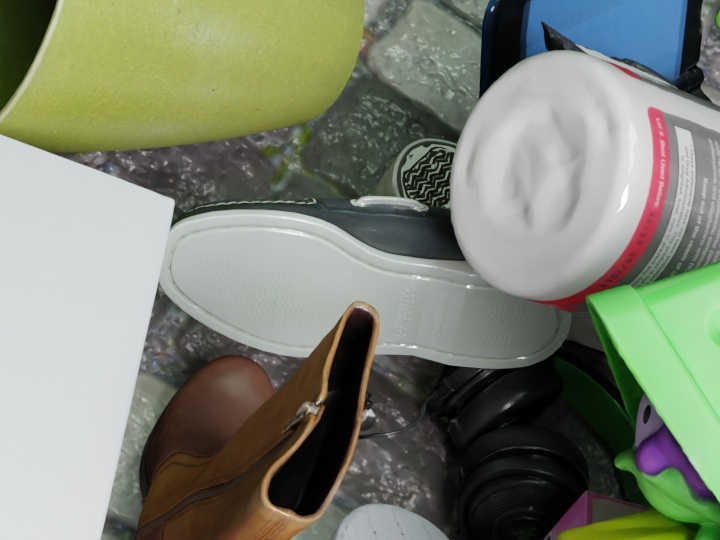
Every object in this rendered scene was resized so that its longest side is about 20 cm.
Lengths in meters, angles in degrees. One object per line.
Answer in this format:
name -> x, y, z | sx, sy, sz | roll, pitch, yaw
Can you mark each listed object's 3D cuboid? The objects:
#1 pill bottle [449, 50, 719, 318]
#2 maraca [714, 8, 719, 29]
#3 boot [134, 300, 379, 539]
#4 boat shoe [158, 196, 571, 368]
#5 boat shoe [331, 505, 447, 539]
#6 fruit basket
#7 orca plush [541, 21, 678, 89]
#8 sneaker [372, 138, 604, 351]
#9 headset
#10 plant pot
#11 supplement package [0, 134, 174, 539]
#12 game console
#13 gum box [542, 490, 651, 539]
pill bottle -> 0.144, -0.025, 1.072 | 0.199, 0.111, 0.111 | 15, 48, -43
maraca -> 0.293, -0.124, 1.374 | 0.200, 0.107, 0.137 | 44, 49, 8
boot -> -0.047, 0.069, 0.988 | 0.068, 0.200, 0.189 | 30, 48, -4
boat shoe -> 0.000, 0.000, 1.092 | 0.198, 0.076, 0.061 | 14, 31, -16
boat shoe -> 0.014, 0.188, 1.015 | 0.071, 0.071, 0.201 | 10, 35, -14
fruit basket -> 0.130, 0.104, 0.942 | 0.214, 0.216, 0.156 | -15, 64, -35
orca plush -> 0.141, -0.058, 1.187 | 0.105, 0.071, 0.200 | 41, 15, 23
sneaker -> 0.096, 0.000, 1.190 | 0.199, 0.085, 0.073 | 28, 62, -7
headset -> 0.063, 0.091, 1.135 | 0.199, 0.094, 0.124 | 17, 43, -36
plant pot -> -0.103, -0.137, 1.144 | 0.199, 0.187, 0.188 | 10, 52, -37
supplement package -> -0.182, 0.048, 0.993 | 0.155, 0.111, 0.201 | 20, 50, -13
game console -> 0.159, -0.081, 1.265 | 0.199, 0.119, 0.171 | -28, 72, -39
gum box -> 0.103, 0.206, 1.025 | 0.066, 0.114, 0.201 | 17, 51, -15
